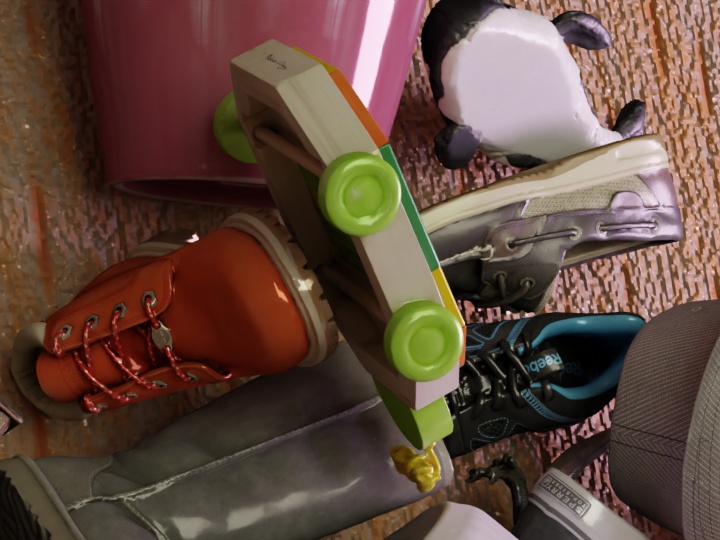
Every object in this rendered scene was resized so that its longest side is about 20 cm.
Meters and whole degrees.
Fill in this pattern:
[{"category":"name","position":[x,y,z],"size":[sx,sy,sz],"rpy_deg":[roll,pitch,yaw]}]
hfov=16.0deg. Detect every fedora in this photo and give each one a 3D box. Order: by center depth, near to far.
[{"category":"fedora","position":[0.187,0.072,1.268],"size":[0.199,0.090,0.178],"rpy_deg":[-21,117,-49]}]

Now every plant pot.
[{"category":"plant pot","position":[-0.052,-0.125,1.215],"size":[0.199,0.200,0.181],"rpy_deg":[6,85,-28]}]

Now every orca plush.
[{"category":"orca plush","position":[0.083,-0.106,1.324],"size":[0.199,0.105,0.071],"rpy_deg":[10,36,-48]}]

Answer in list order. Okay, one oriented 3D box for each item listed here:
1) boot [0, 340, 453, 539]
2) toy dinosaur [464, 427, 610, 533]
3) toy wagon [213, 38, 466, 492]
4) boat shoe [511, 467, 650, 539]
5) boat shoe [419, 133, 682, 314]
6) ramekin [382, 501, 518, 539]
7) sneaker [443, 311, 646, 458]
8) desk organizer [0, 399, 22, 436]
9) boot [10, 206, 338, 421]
[{"category":"boot","position":[-0.047,0.118,1.123],"size":[0.199,0.073,0.182],"rpy_deg":[-10,49,-32]},{"category":"toy dinosaur","position":[0.076,0.142,1.271],"size":[0.088,0.047,0.201],"rpy_deg":[41,55,-32]},{"category":"toy wagon","position":[0.000,0.000,1.089],"size":[0.039,0.155,0.201],"rpy_deg":[-29,112,-11]},{"category":"boat shoe","position":[0.129,0.160,1.260],"size":[0.057,0.069,0.200],"rpy_deg":[-53,136,-4]},{"category":"boat shoe","position":[0.079,-0.011,1.297],"size":[0.200,0.072,0.066],"rpy_deg":[-22,82,-23]},{"category":"ramekin","position":[0.010,0.188,1.126],"size":[0.094,0.202,0.202],"rpy_deg":[48,57,-1]},{"category":"sneaker","position":[0.054,0.053,1.267],"size":[0.199,0.082,0.074],"rpy_deg":[-15,81,-32]},{"category":"desk organizer","position":[-0.253,0.034,1.104],"size":[0.200,0.072,0.077],"rpy_deg":[43,60,-10]},{"category":"boot","position":[-0.085,0.029,1.130],"size":[0.107,0.200,0.075],"rpy_deg":[-30,99,-26]}]
